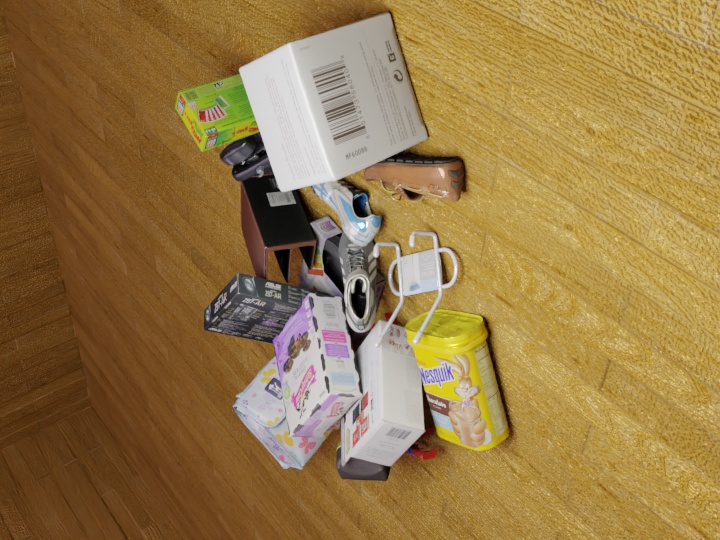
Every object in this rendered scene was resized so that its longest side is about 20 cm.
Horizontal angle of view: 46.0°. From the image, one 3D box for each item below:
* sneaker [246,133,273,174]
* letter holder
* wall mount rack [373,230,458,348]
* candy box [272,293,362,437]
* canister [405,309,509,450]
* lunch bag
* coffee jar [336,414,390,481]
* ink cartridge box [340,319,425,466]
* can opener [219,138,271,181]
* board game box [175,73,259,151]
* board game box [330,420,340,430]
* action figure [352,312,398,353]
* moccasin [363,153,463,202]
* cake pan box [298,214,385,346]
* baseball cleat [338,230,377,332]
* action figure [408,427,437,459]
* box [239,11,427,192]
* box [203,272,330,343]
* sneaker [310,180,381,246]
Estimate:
[{"bbox_3d":[-0.169,-0.241,1.619,0.199,0.059,0.106,6,120,59],"label":"sneaker"},{"bbox_3d":[-0.163,-0.065,1.636,0.144,0.099,0.202,99,155,-44],"label":"letter holder"},{"bbox_3d":[0.077,0.033,1.378,0.199,0.073,0.178,-14,78,59],"label":"wall mount rack"},{"bbox_3d":[-0.081,0.173,1.525,0.168,0.070,0.203,-50,44,43],"label":"candy box"},{"bbox_3d":[0.159,0.177,1.375,0.147,0.086,0.204,7,118,56],"label":"canister"},{"bbox_3d":[-0.156,0.298,1.819,0.201,0.170,0.127,50,151,-10],"label":"lunch bag"},{"bbox_3d":[0.016,0.286,1.555,0.102,0.203,0.086,-1,140,15],"label":"coffee jar"},{"bbox_3d":[0.034,0.223,1.473,0.176,0.082,0.203,125,153,-44],"label":"ink cartridge box"},{"bbox_3d":[-0.165,-0.215,1.539,0.197,0.078,0.065,-16,73,30],"label":"can opener"},{"bbox_3d":[-0.221,-0.295,1.525,0.102,0.198,0.048,56,148,13],"label":"board game box"},{"bbox_3d":[-0.066,0.222,1.687,0.201,0.045,0.154,99,165,-66],"label":"board game box"},{"bbox_3d":[0.014,0.150,1.603,0.052,0.065,0.201,45,143,17],"label":"action figure"},{"bbox_3d":[0.079,-0.137,1.301,0.199,0.073,0.079,10,112,44],"label":"moccasin"},{"bbox_3d":[-0.040,0.023,1.613,0.185,0.052,0.202,48,145,24],"label":"cake pan box"},{"bbox_3d":[0.000,0.000,1.453,0.107,0.068,0.204,88,174,-67],"label":"baseball cleat"},{"bbox_3d":[0.084,0.316,1.609,0.199,0.051,0.067,-7,99,64],"label":"action figure"},{"bbox_3d":[-0.041,-0.250,1.277,0.170,0.198,0.203,-4,109,55],"label":"box"},{"bbox_3d":[-0.176,0.080,1.602,0.160,0.197,0.044,-42,44,46],"label":"box"},{"bbox_3d":[-0.026,-0.128,1.483,0.073,0.071,0.201,-50,56,20],"label":"sneaker"}]
